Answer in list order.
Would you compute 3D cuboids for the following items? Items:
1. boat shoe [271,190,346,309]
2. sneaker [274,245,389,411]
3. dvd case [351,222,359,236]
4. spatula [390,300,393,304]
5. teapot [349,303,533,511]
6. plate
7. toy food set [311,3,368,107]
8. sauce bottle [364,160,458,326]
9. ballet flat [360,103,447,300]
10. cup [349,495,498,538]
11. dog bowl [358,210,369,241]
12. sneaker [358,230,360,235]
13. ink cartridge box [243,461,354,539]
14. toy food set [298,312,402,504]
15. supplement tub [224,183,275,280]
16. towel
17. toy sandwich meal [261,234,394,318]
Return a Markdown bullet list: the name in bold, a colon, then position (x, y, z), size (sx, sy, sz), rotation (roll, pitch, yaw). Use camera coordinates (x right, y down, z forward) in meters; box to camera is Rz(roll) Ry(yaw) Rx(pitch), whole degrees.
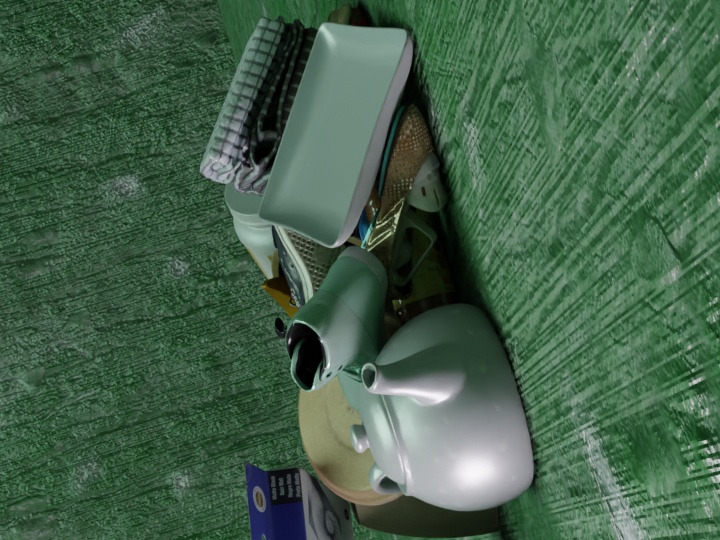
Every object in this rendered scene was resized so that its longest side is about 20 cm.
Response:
- **boat shoe**: position (-0.035, 0.013, 1.580), size (0.202, 0.074, 0.062), rotation (66, 165, 1)
- **sneaker**: position (-0.026, 0.084, 1.464), size (0.073, 0.118, 0.202), rotation (24, 142, 27)
- **dvd case**: position (-0.008, -0.111, 1.678), size (0.200, 0.024, 0.152), rotation (-170, 93, -84)
- **spatula**: position (0.000, 0.000, 1.618), size (0.200, 0.021, 0.057), rotation (38, 172, 39)
- **teapot**: position (0.061, 0.134, 1.429), size (0.197, 0.145, 0.202), rotation (-125, 18, -72)
- **plate**: position (-0.019, -0.126, 1.464), size (0.200, 0.032, 0.202), rotation (22, 93, 64)
- **toy food set**: position (-0.029, -0.173, 1.639), size (0.200, 0.048, 0.200), rotation (113, 169, -64)
- **sauce bottle**: position (0.040, -0.047, 1.538), size (0.066, 0.065, 0.202), rotation (109, 145, -80)
- **ballet flat**: position (0.044, -0.056, 1.444), size (0.071, 0.065, 0.201), rotation (-51, -20, -50)
- **cup**: position (0.051, 0.206, 1.731), size (0.200, 0.142, 0.202), rotation (164, 90, -84)
- **dog bowl**: position (0.036, -0.033, 1.675), size (0.200, 0.049, 0.113), rotation (180, 74, -84)
- **sneaker**: position (-0.021, -0.136, 1.837), size (0.098, 0.070, 0.202), rotation (36, -146, -88)
- **ink cartridge box**: position (-0.052, 0.309, 1.639), size (0.200, 0.040, 0.202), rotation (43, -145, -59)
- **toy food set**: position (0.011, 0.136, 1.621), size (0.197, 0.048, 0.203), rotation (0, 85, 42)
- **supplement tub**: position (-0.068, -0.048, 1.945), size (0.201, 0.143, 0.145), rotation (58, -174, -41)
- **towel**: position (-0.099, -0.169, 1.666), size (0.200, 0.085, 0.167), rotation (164, 127, -80)
- **toy sandwich meal**: position (-0.023, 0.040, 1.840), size (0.206, 0.203, 0.071), rotation (79, -150, -42)
